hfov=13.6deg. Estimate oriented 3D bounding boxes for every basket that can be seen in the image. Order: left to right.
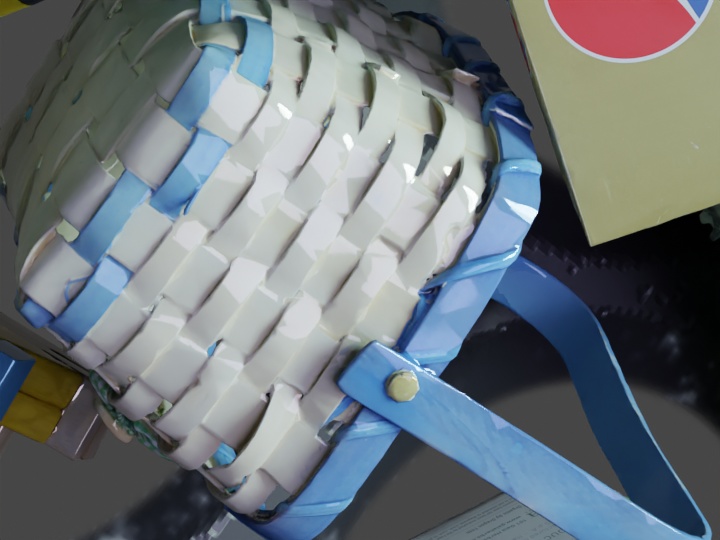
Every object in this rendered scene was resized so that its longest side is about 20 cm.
[{"bbox_3d":[0.000,0.000,0.840,0.199,0.176,0.140,27,104,-18],"label":"basket"}]

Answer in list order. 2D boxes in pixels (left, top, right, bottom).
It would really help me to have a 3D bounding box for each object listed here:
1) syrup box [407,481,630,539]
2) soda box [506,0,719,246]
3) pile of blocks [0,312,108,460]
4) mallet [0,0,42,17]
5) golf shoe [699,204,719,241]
[{"bbox_3d":[0.087,0.134,0.901,0.081,0.200,0.079,-24,113,-21],"label":"syrup box"},{"bbox_3d":[0.056,-0.114,0.774,0.064,0.068,0.201,-19,114,4],"label":"soda box"},{"bbox_3d":[-0.152,0.024,0.808,0.199,0.082,0.062,28,94,-31],"label":"pile of blocks"},{"bbox_3d":[-0.086,-0.066,0.769,0.066,0.199,0.041,46,45,-39],"label":"mallet"},{"bbox_3d":[0.131,-0.101,0.942,0.097,0.078,0.201,-37,127,-22],"label":"golf shoe"}]
